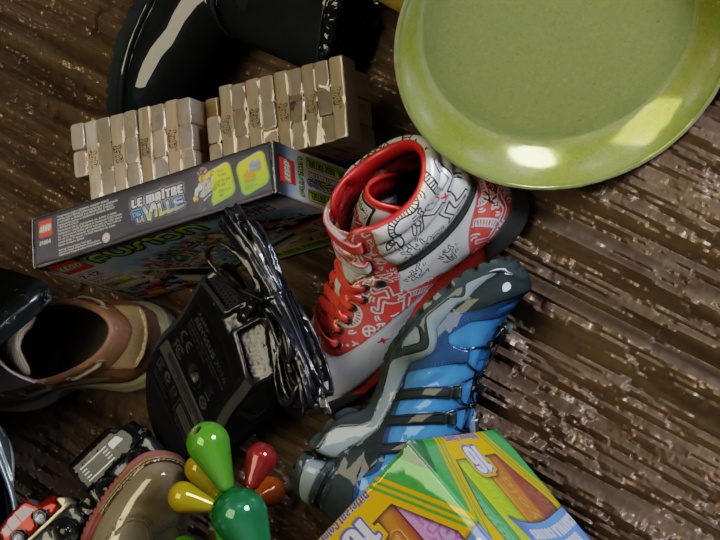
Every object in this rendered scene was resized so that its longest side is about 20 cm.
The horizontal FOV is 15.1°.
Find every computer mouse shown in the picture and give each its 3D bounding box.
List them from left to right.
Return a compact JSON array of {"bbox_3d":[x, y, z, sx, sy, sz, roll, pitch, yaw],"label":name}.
[{"bbox_3d":[-0.073,0.057,1.684,0.200,0.052,0.139,-48,61,52],"label":"computer mouse"}]

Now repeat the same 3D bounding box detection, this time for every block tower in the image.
[{"bbox_3d":[-0.083,-0.083,1.706,0.199,0.058,0.054,-12,77,27],"label":"block tower"}]

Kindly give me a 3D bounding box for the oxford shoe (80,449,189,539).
[{"bbox_3d":[-0.142,0.213,1.707,0.075,0.070,0.201,39,115,56],"label":"oxford shoe"}]

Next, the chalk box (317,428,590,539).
[{"bbox_3d":[0.076,0.204,1.506,0.124,0.125,0.200,-48,72,18],"label":"chalk box"}]

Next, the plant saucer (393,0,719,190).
[{"bbox_3d":[0.115,-0.138,1.543,0.200,0.200,0.031,-44,31,20],"label":"plant saucer"}]

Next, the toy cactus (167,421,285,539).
[{"bbox_3d":[-0.060,0.194,1.630,0.165,0.102,0.202,15,104,53],"label":"toy cactus"}]

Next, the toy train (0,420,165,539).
[{"bbox_3d":[-0.208,0.169,1.741,0.200,0.034,0.046,-44,80,8],"label":"toy train"}]

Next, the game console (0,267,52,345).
[{"bbox_3d":[-0.278,0.092,1.794,0.176,0.117,0.200,-41,23,-19],"label":"game console"}]

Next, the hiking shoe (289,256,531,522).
[{"bbox_3d":[0.048,0.082,1.615,0.087,0.074,0.200,42,108,15],"label":"hiking shoe"}]

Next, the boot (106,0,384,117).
[{"bbox_3d":[-0.069,-0.154,1.754,0.162,0.073,0.200,19,93,33],"label":"boot"}]

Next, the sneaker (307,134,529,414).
[{"bbox_3d":[0.000,-0.001,1.632,0.201,0.108,0.067,-44,50,20],"label":"sneaker"}]

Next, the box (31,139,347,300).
[{"bbox_3d":[-0.099,-0.029,1.717,0.199,0.110,0.035,-16,69,34],"label":"box"}]

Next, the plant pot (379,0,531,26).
[{"bbox_3d":[0.071,-0.216,1.603,0.200,0.200,0.142,-40,84,23],"label":"plant pot"}]

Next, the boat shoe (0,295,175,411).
[{"bbox_3d":[-0.215,0.049,1.809,0.199,0.072,0.076,-12,72,35],"label":"boat shoe"}]

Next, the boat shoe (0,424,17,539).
[{"bbox_3d":[-0.256,0.188,1.799,0.072,0.062,0.201,-6,69,-1],"label":"boat shoe"}]
